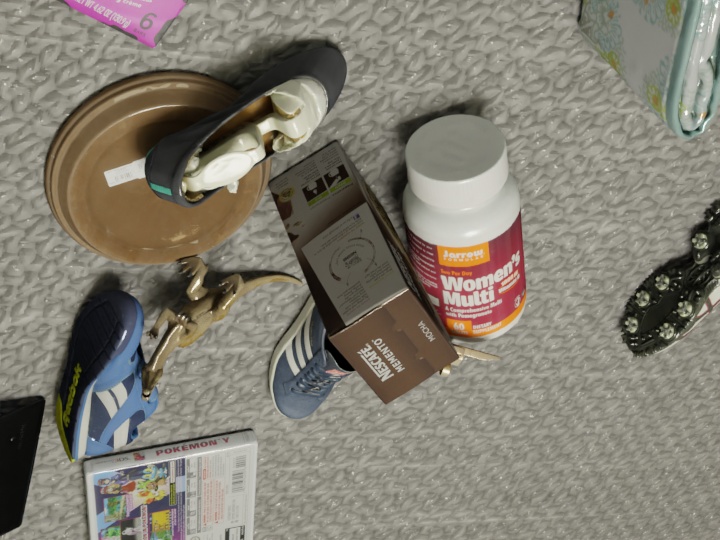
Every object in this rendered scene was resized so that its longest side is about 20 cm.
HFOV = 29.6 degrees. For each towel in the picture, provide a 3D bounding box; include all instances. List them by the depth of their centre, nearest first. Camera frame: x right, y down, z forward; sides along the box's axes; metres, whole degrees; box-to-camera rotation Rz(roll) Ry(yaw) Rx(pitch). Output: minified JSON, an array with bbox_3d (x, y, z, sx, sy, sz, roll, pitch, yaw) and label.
[{"bbox_3d":[0.243,-0.233,1.102,0.048,0.172,0.202,-11,133,-16],"label":"towel"}]

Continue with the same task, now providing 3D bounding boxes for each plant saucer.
[{"bbox_3d":[-0.169,-0.078,1.167,0.198,0.030,0.202,-12,134,-12],"label":"plant saucer"}]

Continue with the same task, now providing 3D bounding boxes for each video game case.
[{"bbox_3d":[-0.202,0.259,1.465,0.180,0.023,0.202,-9,134,-17],"label":"video game case"}]

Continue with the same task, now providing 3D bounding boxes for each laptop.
[{"bbox_3d":[-0.429,0.193,1.314,0.198,0.116,0.189,19,125,-1],"label":"laptop"}]

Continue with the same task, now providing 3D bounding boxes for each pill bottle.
[{"bbox_3d":[0.096,-0.037,1.261,0.108,0.110,0.201,-18,135,-7],"label":"pill bottle"}]

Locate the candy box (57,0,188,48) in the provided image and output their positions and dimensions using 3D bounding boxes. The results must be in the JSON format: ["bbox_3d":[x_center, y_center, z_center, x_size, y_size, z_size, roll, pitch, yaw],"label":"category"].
[{"bbox_3d":[-0.153,-0.274,0.971,0.135,0.061,0.200,22,118,-36],"label":"candy box"}]

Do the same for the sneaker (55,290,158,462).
[{"bbox_3d":[-0.227,0.095,1.272,0.081,0.074,0.201,-1,136,-30],"label":"sneaker"}]

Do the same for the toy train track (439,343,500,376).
[{"bbox_3d":[0.064,0.079,1.306,0.113,0.200,0.033,16,90,-8],"label":"toy train track"}]

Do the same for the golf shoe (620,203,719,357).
[{"bbox_3d":[0.365,0.023,1.460,0.088,0.078,0.200,16,123,-42],"label":"golf shoe"}]

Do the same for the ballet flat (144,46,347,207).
[{"bbox_3d":[-0.082,-0.112,1.110,0.199,0.073,0.073,-33,137,-15],"label":"ballet flat"}]

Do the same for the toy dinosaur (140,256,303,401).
[{"bbox_3d":[-0.138,0.031,1.247,0.200,0.058,0.102,-39,160,-26],"label":"toy dinosaur"}]

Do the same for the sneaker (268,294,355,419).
[{"bbox_3d":[-0.032,0.087,1.335,0.074,0.085,0.201,4,129,-26],"label":"sneaker"}]

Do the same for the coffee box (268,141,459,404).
[{"bbox_3d":[0.000,0.000,1.188,0.079,0.201,0.113,-31,135,6],"label":"coffee box"}]
